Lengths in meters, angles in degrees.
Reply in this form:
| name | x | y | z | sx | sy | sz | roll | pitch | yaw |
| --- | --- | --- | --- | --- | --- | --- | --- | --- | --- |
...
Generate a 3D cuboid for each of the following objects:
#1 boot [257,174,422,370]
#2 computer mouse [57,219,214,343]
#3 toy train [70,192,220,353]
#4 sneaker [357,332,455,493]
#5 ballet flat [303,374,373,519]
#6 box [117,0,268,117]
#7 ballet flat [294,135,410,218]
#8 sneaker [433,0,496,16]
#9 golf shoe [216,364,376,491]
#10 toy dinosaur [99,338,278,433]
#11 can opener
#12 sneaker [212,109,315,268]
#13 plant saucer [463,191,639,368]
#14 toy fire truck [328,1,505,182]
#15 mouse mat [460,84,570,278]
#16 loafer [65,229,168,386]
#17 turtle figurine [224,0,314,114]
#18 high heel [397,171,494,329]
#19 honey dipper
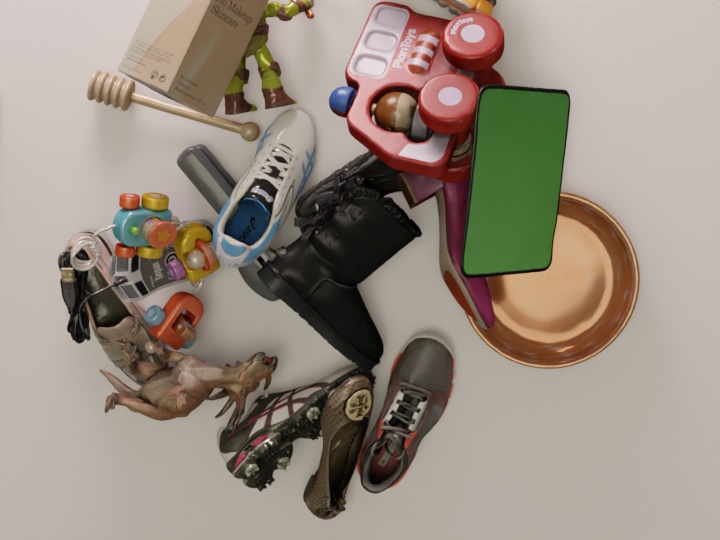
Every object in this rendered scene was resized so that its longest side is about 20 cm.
| name | x | y | z | sx | sy | sz | roll | pitch | yaw |
| --- | --- | --- | --- | --- | --- | --- | --- | --- | --- |
| boot | 0.000 | 0.000 | 1.513 | 0.162 | 0.073 | 0.198 | -45 | 116 | 6 |
| computer mouse | -0.251 | -0.003 | 1.542 | 0.200 | 0.044 | 0.110 | -25 | 121 | -30 |
| toy train | -0.218 | 0.005 | 1.505 | 0.150 | 0.056 | 0.200 | -52 | 133 | -10 |
| sneaker | 0.054 | 0.169 | 1.548 | 0.077 | 0.082 | 0.200 | 20 | 101 | 4 |
| ballet flat | -0.020 | 0.206 | 1.548 | 0.067 | 0.046 | 0.200 | -5 | 126 | -34 |
| box | -0.165 | -0.276 | 1.446 | 0.078 | 0.095 | 0.200 | 26 | 92 | 30 |
| ballet flat | 0.014 | -0.111 | 1.530 | 0.200 | 0.057 | 0.067 | -26 | 116 | 4 |
| sneaker | 0.069 | -0.348 | 1.478 | 0.200 | 0.078 | 0.077 | 32 | 88 | -2 |
| golf shoe | -0.077 | 0.160 | 1.564 | 0.200 | 0.077 | 0.088 | -35 | 49 | -10 |
| toy dinosaur | -0.203 | 0.139 | 1.547 | 0.200 | 0.136 | 0.086 | -11 | 64 | 30 |
| can opener | -0.143 | -0.054 | 1.553 | 0.066 | 0.053 | 0.200 | -35 | 93 | 11 |
| sneaker | -0.100 | -0.093 | 1.505 | 0.072 | 0.072 | 0.200 | 28 | 71 | -8 |
| plant saucer | 0.210 | 0.009 | 1.528 | 0.200 | 0.037 | 0.201 | 1 | 98 | 6 |
| toy fire truck | 0.060 | -0.193 | 1.454 | 0.168 | 0.112 | 0.200 | 14 | 62 | 15 |
| mouse mat | 0.165 | -0.093 | 1.433 | 0.008 | 0.161 | 0.200 | 15 | 103 | 42 |
| loafer | -0.290 | 0.049 | 1.581 | 0.072 | 0.063 | 0.200 | -25 | 95 | 11 |
| turtle figurine | -0.115 | -0.259 | 1.512 | 0.200 | 0.064 | 0.162 | -8 | 97 | 8 |
| high heel | 0.124 | -0.040 | 1.488 | 0.096 | 0.067 | 0.200 | -26 | 93 | -12 |
| honey dipper | -0.212 | -0.182 | 1.552 | 0.200 | 0.038 | 0.038 | 18 | 100 | 2 |
